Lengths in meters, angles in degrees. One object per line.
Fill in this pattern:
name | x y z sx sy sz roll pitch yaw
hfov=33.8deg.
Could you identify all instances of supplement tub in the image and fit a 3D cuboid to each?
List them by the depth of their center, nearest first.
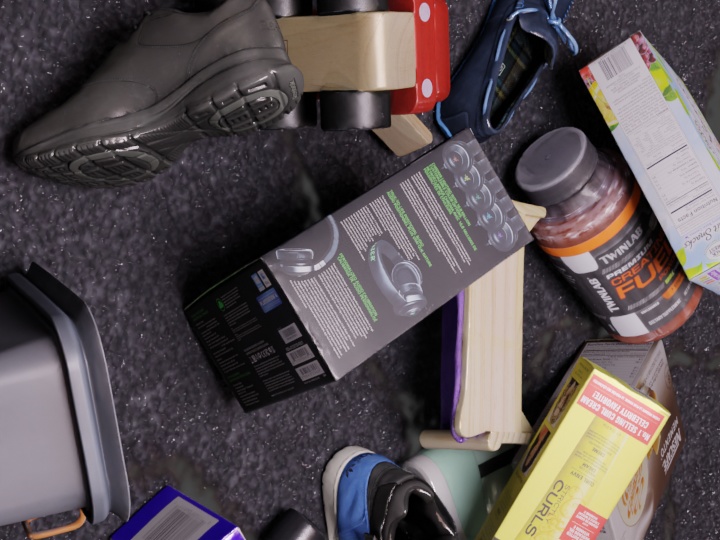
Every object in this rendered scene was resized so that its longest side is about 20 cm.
supplement tub | 0.214 -0.032 1.042 0.200 0.106 0.108 46 70 -32

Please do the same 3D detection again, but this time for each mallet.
mallet | -0.008 0.271 0.889 0.066 0.200 0.041 -41 161 -12

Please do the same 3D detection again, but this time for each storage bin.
storage bin | -0.226 0.090 0.688 0.132 0.199 0.148 -13 105 -23

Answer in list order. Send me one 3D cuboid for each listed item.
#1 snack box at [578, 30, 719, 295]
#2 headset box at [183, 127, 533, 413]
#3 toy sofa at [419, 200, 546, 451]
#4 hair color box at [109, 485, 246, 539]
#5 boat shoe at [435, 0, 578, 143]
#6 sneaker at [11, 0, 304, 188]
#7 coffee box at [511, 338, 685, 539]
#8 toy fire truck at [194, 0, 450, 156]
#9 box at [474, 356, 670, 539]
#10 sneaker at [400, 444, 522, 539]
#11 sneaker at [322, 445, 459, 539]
snack box | 0.277 -0.083 1.007 0.168 0.067 0.202 16 46 -61
headset box | 0.000 0.000 0.834 0.199 0.174 0.094 -33 93 -27
toy sofa | 0.087 0.041 0.949 0.096 0.082 0.204 7 81 -39
hair color box | -0.090 0.261 0.856 0.065 0.109 0.202 -40 118 -24
boat shoe | 0.141 -0.184 0.988 0.084 0.068 0.202 34 76 -35
sneaker | -0.134 -0.115 0.757 0.076 0.197 0.092 43 29 -71
coffee box | 0.215 0.159 1.044 0.200 0.079 0.116 -44 123 -50
toy fire truck | 0.002 -0.137 0.838 0.199 0.174 0.131 -15 105 -49
box | 0.152 0.173 0.907 0.075 0.050 0.202 30 95 -4
sneaker | 0.115 0.231 1.020 0.117 0.073 0.204 -25 104 -32
sneaker | 0.030 0.247 0.942 0.076 0.111 0.204 -14 105 -34
